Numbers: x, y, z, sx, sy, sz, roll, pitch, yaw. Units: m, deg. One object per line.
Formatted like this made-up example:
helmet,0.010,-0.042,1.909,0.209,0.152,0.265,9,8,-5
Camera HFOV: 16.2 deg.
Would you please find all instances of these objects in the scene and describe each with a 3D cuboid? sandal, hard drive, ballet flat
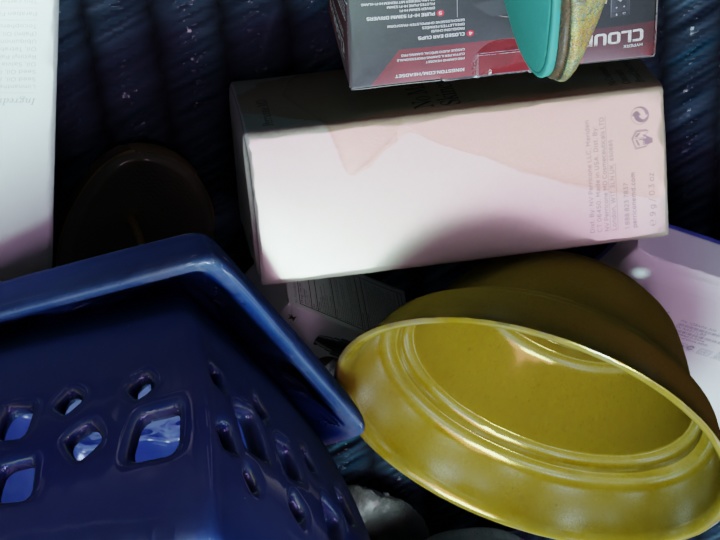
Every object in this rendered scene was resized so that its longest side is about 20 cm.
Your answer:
sandal,-0.125,0.032,1.276,0.080,0.054,0.201,15,110,-27
hard drive,0.147,0.049,1.328,0.132,0.025,0.200,17,143,-22
ballet flat,0.084,-0.170,1.073,0.070,0.071,0.200,-16,128,2

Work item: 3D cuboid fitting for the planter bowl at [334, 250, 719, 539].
planter bowl,0.094,0.048,1.229,0.200,0.084,0.201,16,149,10

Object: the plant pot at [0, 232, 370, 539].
plant pot,-0.107,0.104,1.150,0.199,0.180,0.200,-14,145,20

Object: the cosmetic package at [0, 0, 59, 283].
cosmetic package,-0.175,-0.096,1.151,0.071,0.102,0.201,-1,127,-9

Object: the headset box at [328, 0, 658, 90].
headset box,0.058,-0.173,1.151,0.148,0.075,0.201,-7,128,-5

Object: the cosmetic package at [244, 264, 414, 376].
cosmetic package,-0.065,0.073,1.314,0.082,0.051,0.200,24,128,-29

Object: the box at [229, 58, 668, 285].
box,0.041,-0.054,1.220,0.199,0.095,0.078,-7,111,-7

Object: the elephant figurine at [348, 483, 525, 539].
elephant figurine,-0.002,0.194,1.400,0.199,0.142,0.156,10,97,1
